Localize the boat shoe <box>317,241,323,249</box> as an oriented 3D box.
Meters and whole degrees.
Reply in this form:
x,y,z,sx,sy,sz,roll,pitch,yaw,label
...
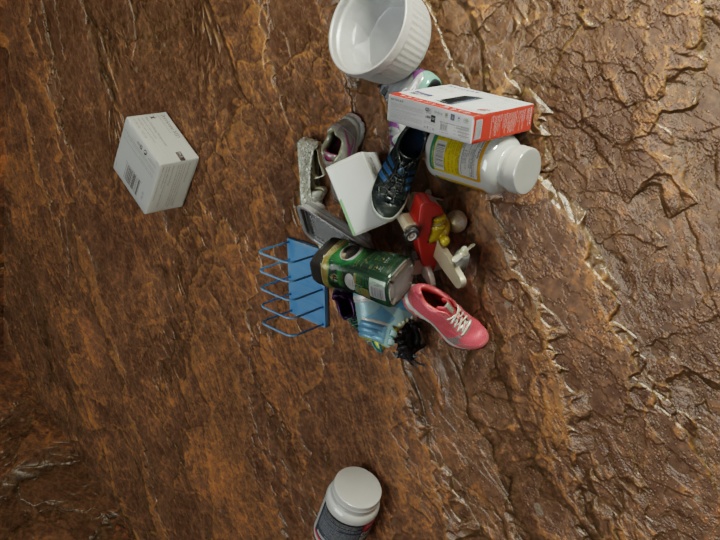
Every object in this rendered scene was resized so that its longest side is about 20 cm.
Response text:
x,y,z,sx,sy,sz,roll,pitch,yaw,label
-0.033,-0.020,1.881,0.064,0.073,0.202,-25,95,43,boat shoe

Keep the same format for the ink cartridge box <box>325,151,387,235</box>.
x,y,z,sx,sy,sz,roll,pitch,yaw,label
0.011,-0.159,1.664,0.086,0.200,0.147,-22,94,14,ink cartridge box

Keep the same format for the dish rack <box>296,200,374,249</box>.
x,y,z,sx,sy,sz,roll,pitch,yaw,label
-0.043,-0.073,1.772,0.199,0.044,0.172,33,164,16,dish rack

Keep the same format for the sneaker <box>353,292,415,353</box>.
x,y,z,sx,sy,sz,roll,pitch,yaw,label
0.079,0.105,1.699,0.079,0.197,0.133,167,103,-75,sneaker

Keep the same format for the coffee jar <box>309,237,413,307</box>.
x,y,z,sx,sy,sz,roll,pitch,yaw,label
0.000,0.000,1.633,0.198,0.104,0.086,17,133,30,coffee jar

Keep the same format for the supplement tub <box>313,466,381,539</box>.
x,y,z,sx,sy,sz,roll,pitch,yaw,label
-0.031,0.605,2.049,0.140,0.139,0.202,42,131,29,supplement tub

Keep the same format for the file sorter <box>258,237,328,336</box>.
x,y,z,sx,sy,sz,roll,pitch,yaw,label
-0.168,0.043,2.005,0.138,0.122,0.203,19,118,42,file sorter

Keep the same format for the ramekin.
x,y,z,sx,sy,sz,roll,pitch,yaw,label
0.043,-0.455,1.565,0.198,0.104,0.204,-10,75,40,ramekin

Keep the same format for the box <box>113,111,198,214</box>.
x,y,z,sx,sy,sz,roll,pitch,yaw,label
-0.582,-0.305,2.318,0.200,0.130,0.201,51,134,21,box

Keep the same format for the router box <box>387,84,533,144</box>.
x,y,z,sx,sy,sz,roll,pitch,yaw,label
0.177,-0.284,1.466,0.199,0.178,0.050,24,121,39,router box

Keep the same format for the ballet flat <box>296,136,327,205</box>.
x,y,z,sx,sy,sz,roll,pitch,yaw,label
-0.110,-0.208,1.895,0.071,0.071,0.203,12,113,44,ballet flat

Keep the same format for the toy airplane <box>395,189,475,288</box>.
x,y,z,sx,sy,sz,roll,pitch,yaw,label
0.152,-0.066,1.628,0.202,0.140,0.199,64,176,-5,toy airplane

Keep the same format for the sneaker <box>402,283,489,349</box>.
x,y,z,sx,sy,sz,roll,pitch,yaw,label
0.174,0.093,1.630,0.199,0.074,0.087,33,162,-2,sneaker

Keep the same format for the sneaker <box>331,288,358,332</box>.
x,y,z,sx,sy,sz,roll,pitch,yaw,label
-0.018,0.101,1.838,0.073,0.088,0.201,-11,126,26,sneaker

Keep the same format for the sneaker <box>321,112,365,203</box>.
x,y,z,sx,sy,sz,roll,pitch,yaw,label
-0.049,-0.242,1.796,0.081,0.088,0.203,24,121,40,sneaker

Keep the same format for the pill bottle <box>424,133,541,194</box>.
x,y,z,sx,sy,sz,roll,pitch,yaw,label
0.224,-0.204,1.495,0.199,0.112,0.114,23,121,41,pill bottle

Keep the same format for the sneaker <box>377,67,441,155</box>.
x,y,z,sx,sy,sz,roll,pitch,yaw,label
0.075,-0.327,1.647,0.140,0.077,0.202,42,122,31,sneaker

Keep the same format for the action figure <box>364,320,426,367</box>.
x,y,z,sx,sy,sz,roll,pitch,yaw,label
0.074,0.125,1.784,0.102,0.118,0.203,-30,72,38,action figure

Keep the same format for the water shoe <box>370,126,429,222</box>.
x,y,z,sx,sy,sz,roll,pitch,yaw,label
0.070,-0.191,1.525,0.071,0.079,0.203,20,81,3,water shoe
